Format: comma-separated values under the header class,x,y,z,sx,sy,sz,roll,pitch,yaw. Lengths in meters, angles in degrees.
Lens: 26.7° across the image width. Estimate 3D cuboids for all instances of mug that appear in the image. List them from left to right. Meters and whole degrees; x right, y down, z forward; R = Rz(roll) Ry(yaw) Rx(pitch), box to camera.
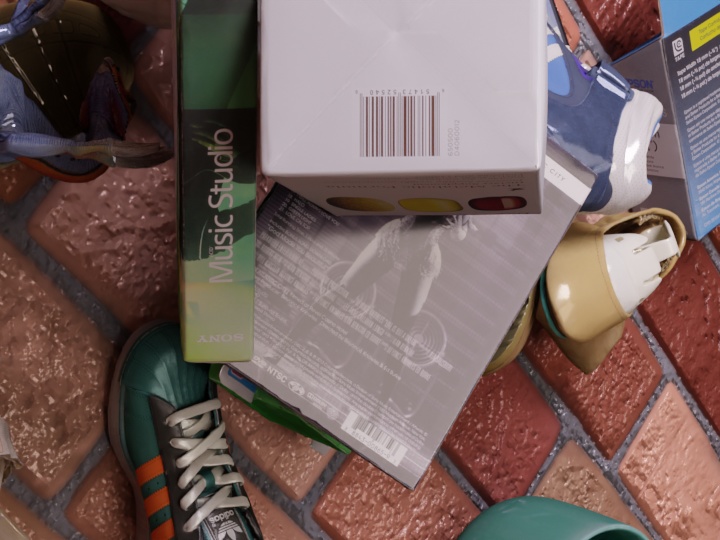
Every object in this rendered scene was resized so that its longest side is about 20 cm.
class,x,y,z,sx,sy,sz,roll,pitch,yaw
mug,0.127,0.249,1.060,0.152,0.114,0.186,-36,122,-32

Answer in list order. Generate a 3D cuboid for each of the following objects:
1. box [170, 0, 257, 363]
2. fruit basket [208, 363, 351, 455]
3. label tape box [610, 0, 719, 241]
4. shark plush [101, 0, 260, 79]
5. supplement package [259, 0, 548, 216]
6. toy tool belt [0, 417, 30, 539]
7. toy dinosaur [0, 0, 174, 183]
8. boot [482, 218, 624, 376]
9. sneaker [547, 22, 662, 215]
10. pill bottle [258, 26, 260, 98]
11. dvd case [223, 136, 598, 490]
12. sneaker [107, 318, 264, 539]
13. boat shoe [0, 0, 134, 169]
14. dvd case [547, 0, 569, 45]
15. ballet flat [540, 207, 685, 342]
class,x,y,z,sx,sy,sz,roll,pitch,yaw
box,-0.067,-0.081,0.678,0.036,0.145,0.202,-3,117,-7
fruit basket,0.000,0.000,0.871,0.201,0.093,0.185,-59,158,-9
label tape box,0.255,-0.145,1.131,0.144,0.063,0.202,-32,119,-33
shark plush,-0.049,-0.177,0.763,0.091,0.199,0.084,42,28,-54
supplement package,0.028,-0.086,0.675,0.200,0.113,0.111,18,72,-82
toy tool belt,-0.248,0.111,0.684,0.199,0.124,0.124,-19,103,-38
toy dinosaur,-0.181,-0.091,0.685,0.182,0.198,0.106,64,24,-62
boot,0.121,0.020,0.993,0.200,0.066,0.177,45,50,-51
sneaker,0.111,-0.115,0.925,0.145,0.201,0.081,15,133,-27
pill bottle,-0.003,-0.189,0.855,0.109,0.109,0.201,38,73,-40
dvd case,0.019,-0.010,0.796,0.148,0.016,0.201,35,78,-13
sneaker,-0.090,0.129,0.858,0.071,0.080,0.202,-17,109,-39
boat shoe,-0.199,-0.077,0.742,0.200,0.063,0.074,-38,109,-39
dvd case,0.076,-0.100,1.007,0.200,0.017,0.143,-43,124,-28
ballet flat,0.164,-0.008,0.955,0.069,0.063,0.200,69,24,-7
